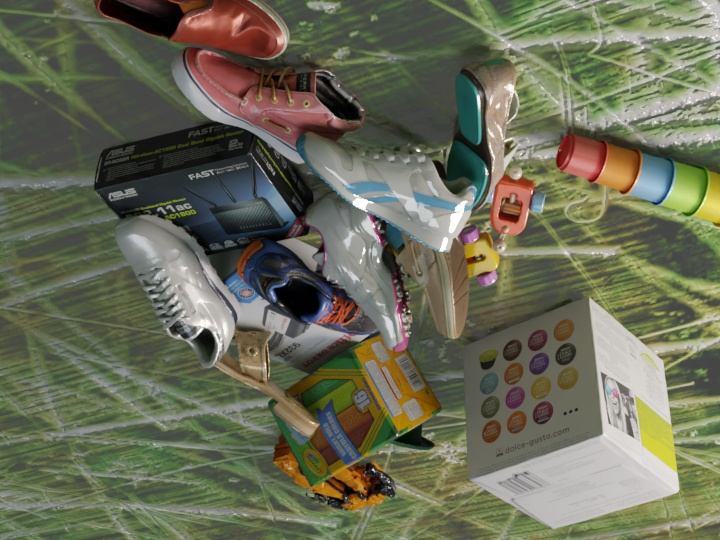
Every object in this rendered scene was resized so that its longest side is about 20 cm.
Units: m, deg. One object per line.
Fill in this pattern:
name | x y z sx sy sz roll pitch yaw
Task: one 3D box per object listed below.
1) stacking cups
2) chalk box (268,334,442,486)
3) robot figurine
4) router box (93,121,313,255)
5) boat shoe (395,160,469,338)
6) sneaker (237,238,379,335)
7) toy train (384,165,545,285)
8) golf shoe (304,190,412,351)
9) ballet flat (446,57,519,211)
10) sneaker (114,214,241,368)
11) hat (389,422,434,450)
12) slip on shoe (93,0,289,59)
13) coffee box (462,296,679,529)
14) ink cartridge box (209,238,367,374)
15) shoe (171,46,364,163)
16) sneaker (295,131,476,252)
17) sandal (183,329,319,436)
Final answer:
stacking cups | 0.307 -0.104 1.389 0.198 0.061 0.061 18 143 -14
chalk box | -0.023 0.183 1.650 0.200 0.125 0.124 -36 170 30
robot figurine | -0.034 0.308 2.000 0.144 0.059 0.200 -20 138 30
router box | -0.170 -0.087 1.441 0.198 0.063 0.150 -11 142 21
boat shoe | 0.074 -0.021 1.429 0.064 0.071 0.202 -5 106 21
sneaker | -0.049 0.036 1.474 0.199 0.079 0.076 21 111 -33
toy train | 0.106 -0.065 1.465 0.198 0.056 0.151 9 119 10
golf shoe | 0.000 0.000 1.450 0.091 0.075 0.202 -14 106 12
ballet flat | 0.133 -0.139 1.342 0.067 0.068 0.201 -30 151 -21
sneaker | -0.207 0.021 1.460 0.076 0.081 0.200 -15 129 35
hat | 0.050 0.138 1.785 0.164 0.178 0.200 17 -179 -20
slip on shoe | -0.162 -0.239 1.227 0.199 0.062 0.074 18 141 -22
coffee box | 0.268 0.187 1.678 0.199 0.199 0.200 -24 139 32
ink cartridge box | -0.097 0.035 1.591 0.199 0.084 0.145 25 139 -28
shoe | -0.088 -0.180 1.301 0.091 0.072 0.199 -27 141 34
sneaker | 0.025 -0.097 1.324 0.199 0.077 0.081 27 102 -22
sandal | -0.121 0.107 1.570 0.211 0.078 0.070 39 94 -7
